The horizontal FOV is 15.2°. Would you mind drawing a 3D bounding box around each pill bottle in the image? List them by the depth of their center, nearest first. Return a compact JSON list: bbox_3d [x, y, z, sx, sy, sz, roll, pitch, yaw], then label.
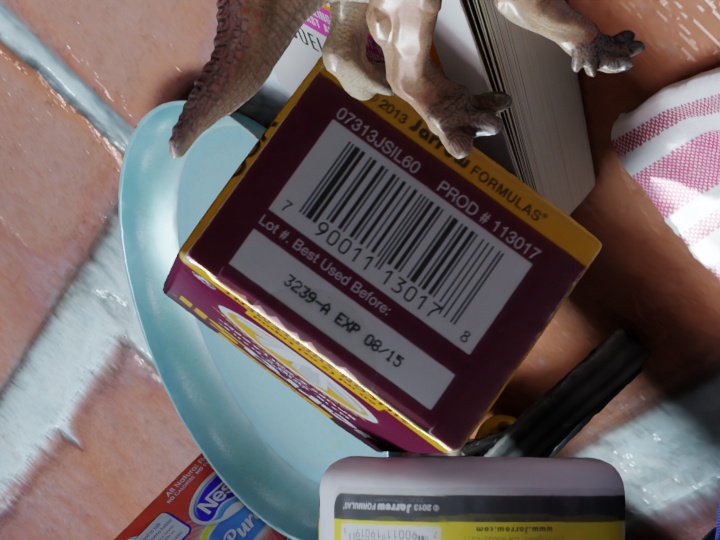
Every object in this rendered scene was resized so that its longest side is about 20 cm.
[{"bbox_3d":[0.039,0.167,0.967,0.112,0.112,0.200,-6,83,62],"label":"pill bottle"}]

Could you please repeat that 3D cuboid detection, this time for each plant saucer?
[{"bbox_3d":[-0.039,0.020,1.138,0.200,0.027,0.200,38,140,41],"label":"plant saucer"}]

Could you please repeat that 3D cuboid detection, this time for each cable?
[{"bbox_3d":[0.048,0.072,1.074,0.050,0.097,0.200,52,156,12],"label":"cable"}]

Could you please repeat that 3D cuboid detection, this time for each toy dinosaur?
[{"bbox_3d":[0.019,-0.114,0.724,0.136,0.200,0.086,58,-168,-26],"label":"toy dinosaur"}]

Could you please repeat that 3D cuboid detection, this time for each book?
[{"bbox_3d":[0.005,-0.107,0.899,0.134,0.048,0.200,31,158,31],"label":"book"}]

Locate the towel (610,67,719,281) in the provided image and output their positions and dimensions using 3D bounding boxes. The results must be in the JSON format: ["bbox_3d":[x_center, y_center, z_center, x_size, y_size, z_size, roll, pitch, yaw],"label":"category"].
[{"bbox_3d":[0.173,0.013,0.837,0.200,0.030,0.146,47,157,-8],"label":"towel"}]

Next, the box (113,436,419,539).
[{"bbox_3d":[-0.044,0.147,1.219,0.100,0.200,0.096,28,151,33],"label":"box"}]

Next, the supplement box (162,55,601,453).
[{"bbox_3d":[0.000,0.000,0.938,0.110,0.086,0.200,36,173,-2],"label":"supplement box"}]

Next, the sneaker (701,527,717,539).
[{"bbox_3d":[0.142,0.141,1.006,0.073,0.112,0.200,34,156,24],"label":"sneaker"}]

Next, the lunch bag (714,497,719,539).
[{"bbox_3d":[0.212,0.114,0.830,0.200,0.094,0.151,32,154,-3],"label":"lunch bag"}]
